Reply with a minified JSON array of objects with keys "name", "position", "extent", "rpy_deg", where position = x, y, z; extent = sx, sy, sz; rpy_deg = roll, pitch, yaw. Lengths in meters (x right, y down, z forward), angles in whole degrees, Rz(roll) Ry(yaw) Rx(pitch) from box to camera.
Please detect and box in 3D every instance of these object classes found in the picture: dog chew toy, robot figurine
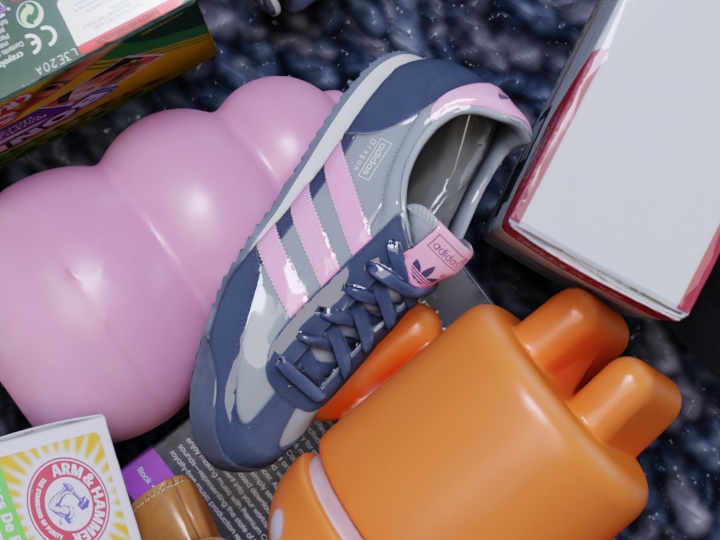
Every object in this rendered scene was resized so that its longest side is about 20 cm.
[{"name":"dog chew toy","position":[-0.082,-0.014,0.948],"extent":[0.199,0.125,0.125],"rpy_deg":[-36,92,-10]},{"name":"robot figurine","position":[0.043,0.096,0.909],"extent":[0.200,0.117,0.144],"rpy_deg":[-41,104,10]}]

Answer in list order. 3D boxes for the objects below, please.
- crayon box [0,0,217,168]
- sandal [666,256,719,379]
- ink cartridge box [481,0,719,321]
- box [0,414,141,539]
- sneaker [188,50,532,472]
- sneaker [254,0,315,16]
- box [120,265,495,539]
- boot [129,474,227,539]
[{"name":"crayon box","position":[-0.163,-0.080,0.912],"extent":[0.199,0.173,0.059],"rpy_deg":[-27,88,-1]},{"name":"sandal","position":[0.204,0.061,0.950],"extent":[0.200,0.043,0.077],"rpy_deg":[41,126,27]},{"name":"ink cartridge box","position":[0.122,-0.060,0.910],"extent":[0.082,0.200,0.147],"rpy_deg":[27,89,0]},{"name":"box","position":[-0.144,0.174,0.880],"extent":[0.101,0.112,0.202],"rpy_deg":[-13,82,-38]},{"name":"sneaker","position":[0.000,0.000,0.891],"extent":[0.070,0.082,0.201],"rpy_deg":[35,79,-44]},{"name":"sneaker","position":[-0.055,-0.180,0.904],"extent":[0.077,0.202,0.147],"rpy_deg":[-33,95,13]},{"name":"box","position":[-0.001,0.094,0.990],"extent":[0.199,0.036,0.143],"rpy_deg":[-38,93,0]},{"name":"boot","position":[-0.070,0.188,0.936],"extent":[0.076,0.200,0.156],"rpy_deg":[-26,72,-22]}]
